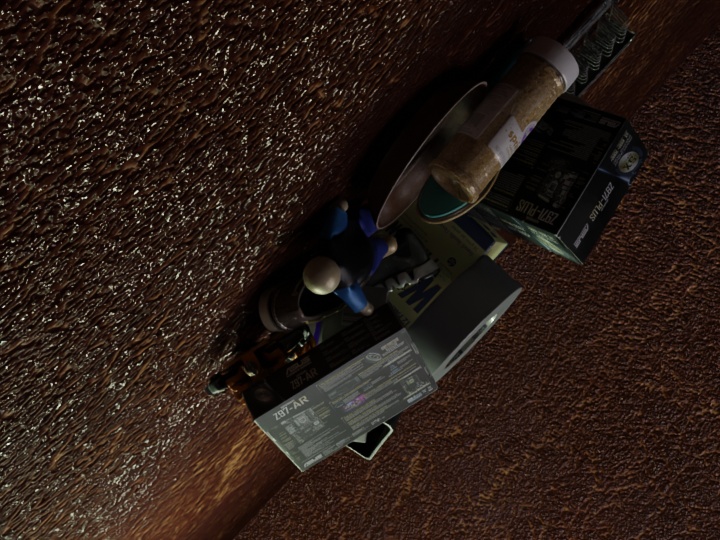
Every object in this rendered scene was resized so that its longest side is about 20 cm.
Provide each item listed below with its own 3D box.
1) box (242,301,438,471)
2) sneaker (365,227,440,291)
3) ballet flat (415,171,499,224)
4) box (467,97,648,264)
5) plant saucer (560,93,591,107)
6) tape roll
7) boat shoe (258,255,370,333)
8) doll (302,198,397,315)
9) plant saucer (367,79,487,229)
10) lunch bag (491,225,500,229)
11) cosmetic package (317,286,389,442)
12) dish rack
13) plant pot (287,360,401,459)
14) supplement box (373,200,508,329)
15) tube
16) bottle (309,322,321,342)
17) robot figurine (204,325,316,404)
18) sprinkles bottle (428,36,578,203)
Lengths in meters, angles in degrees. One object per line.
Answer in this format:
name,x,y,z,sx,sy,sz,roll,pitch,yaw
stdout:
box,-0.019,0.142,1.174,0.200,0.044,0.160,-32,143,-1
sneaker,0.000,0.000,1.316,0.199,0.091,0.066,-22,-176,18
ballet flat,0.140,-0.123,1.177,0.200,0.069,0.063,-49,161,-11
box,0.221,-0.125,1.230,0.086,0.200,0.164,37,83,-48
plant saucer,0.223,-0.169,1.349,0.200,0.200,0.050,-47,133,3
tape roll,0.128,0.074,1.354,0.200,0.066,0.200,-44,168,-12
boat shoe,-0.035,0.016,1.178,0.059,0.072,0.200,-8,-166,40
doll,-0.009,-0.015,1.107,0.048,0.137,0.200,-7,-168,22
plant saucer,0.068,-0.135,1.107,0.200,0.034,0.200,-50,171,-10
lunch bag,0.232,-0.152,1.427,0.200,0.076,0.160,-54,-148,-3
cosmetic package,-0.018,0.122,1.292,0.200,0.090,0.107,97,-3,-46
dish rack,0.334,-0.323,1.460,0.153,0.055,0.200,-48,170,7
plant pot,-0.005,0.157,1.599,0.178,0.199,0.200,-54,174,-27
supplement box,0.091,-0.013,1.437,0.200,0.134,0.200,-48,170,10
tube,0.148,-0.198,1.223,0.200,0.050,0.077,-52,177,6
bottle,0.001,0.118,1.442,0.084,0.199,0.065,-57,-156,27
robot figurine,-0.112,0.113,1.223,0.145,0.058,0.200,-32,180,5
sprinkles bottle,0.161,-0.170,1.121,0.200,0.068,0.068,-50,171,-10
